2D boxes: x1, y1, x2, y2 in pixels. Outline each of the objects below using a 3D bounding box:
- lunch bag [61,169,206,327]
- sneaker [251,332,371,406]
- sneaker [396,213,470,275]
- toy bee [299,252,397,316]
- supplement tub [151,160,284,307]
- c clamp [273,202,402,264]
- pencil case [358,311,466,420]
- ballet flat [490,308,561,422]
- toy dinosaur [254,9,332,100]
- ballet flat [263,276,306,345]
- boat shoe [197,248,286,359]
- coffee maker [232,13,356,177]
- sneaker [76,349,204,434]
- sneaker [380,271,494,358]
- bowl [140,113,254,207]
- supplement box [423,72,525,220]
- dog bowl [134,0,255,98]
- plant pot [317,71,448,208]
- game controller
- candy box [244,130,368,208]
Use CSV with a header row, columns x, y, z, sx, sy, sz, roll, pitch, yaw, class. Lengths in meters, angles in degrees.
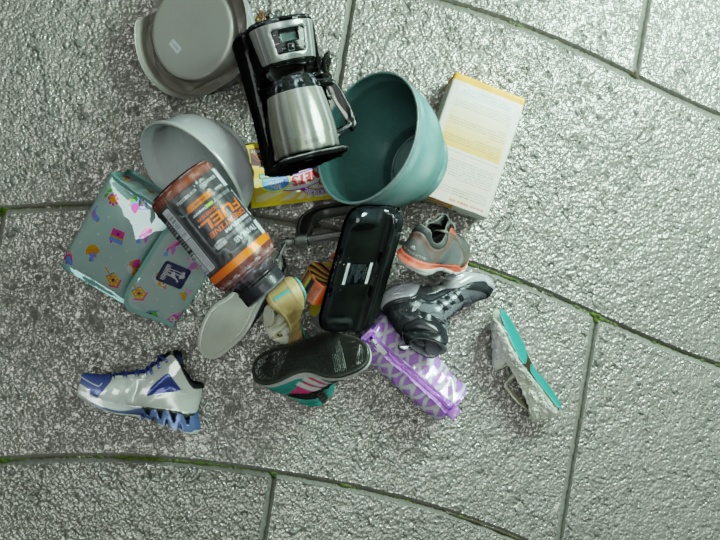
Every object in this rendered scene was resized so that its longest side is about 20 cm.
x,y,z,sx,sy,sz,roll,pitch,yaw,class
-0.323,-0.030,1.284,0.198,0.122,0.172,34,99,-2,lunch bag
-0.056,0.159,1.310,0.197,0.121,0.085,-11,64,23,sneaker
0.130,-0.045,1.293,0.076,0.199,0.083,32,111,20,sneaker
-0.037,0.018,1.322,0.131,0.200,0.109,-45,57,2,toy bee
-0.194,-0.047,1.190,0.107,0.107,0.201,-40,97,-3,supplement tub
-0.030,-0.064,1.296,0.196,0.172,0.027,-11,118,5,c clamp
0.079,0.153,1.345,0.199,0.085,0.084,40,90,-5,pencil case
0.253,0.162,1.372,0.071,0.072,0.202,-32,93,-4,ballet flat
-0.116,-0.307,1.333,0.133,0.103,0.202,-2,129,9,toy dinosaur
-0.121,0.071,1.274,0.063,0.201,0.069,-31,68,-19,ballet flat
-0.184,0.053,1.334,0.073,0.060,0.202,30,87,15,boat shoe
-0.115,-0.246,1.217,0.133,0.190,0.204,-15,92,-42,coffee maker
-0.332,0.173,1.319,0.196,0.080,0.117,18,85,-12,sneaker
0.132,0.074,1.325,0.197,0.076,0.115,-9,65,-19,sneaker
-0.232,-0.163,1.283,0.201,0.201,0.091,43,57,-4,bowl
0.171,-0.196,1.355,0.124,0.074,0.203,20,89,-5,supplement box
-0.249,-0.364,1.294,0.196,0.059,0.204,1,94,20,dog bowl
0.050,-0.179,1.271,0.133,0.199,0.204,19,89,-44,plant pot
0.000,0.000,1.232,0.103,0.042,0.203,3,113,-31,game controller
-0.084,-0.162,1.345,0.196,0.026,0.104,-8,104,-8,candy box
